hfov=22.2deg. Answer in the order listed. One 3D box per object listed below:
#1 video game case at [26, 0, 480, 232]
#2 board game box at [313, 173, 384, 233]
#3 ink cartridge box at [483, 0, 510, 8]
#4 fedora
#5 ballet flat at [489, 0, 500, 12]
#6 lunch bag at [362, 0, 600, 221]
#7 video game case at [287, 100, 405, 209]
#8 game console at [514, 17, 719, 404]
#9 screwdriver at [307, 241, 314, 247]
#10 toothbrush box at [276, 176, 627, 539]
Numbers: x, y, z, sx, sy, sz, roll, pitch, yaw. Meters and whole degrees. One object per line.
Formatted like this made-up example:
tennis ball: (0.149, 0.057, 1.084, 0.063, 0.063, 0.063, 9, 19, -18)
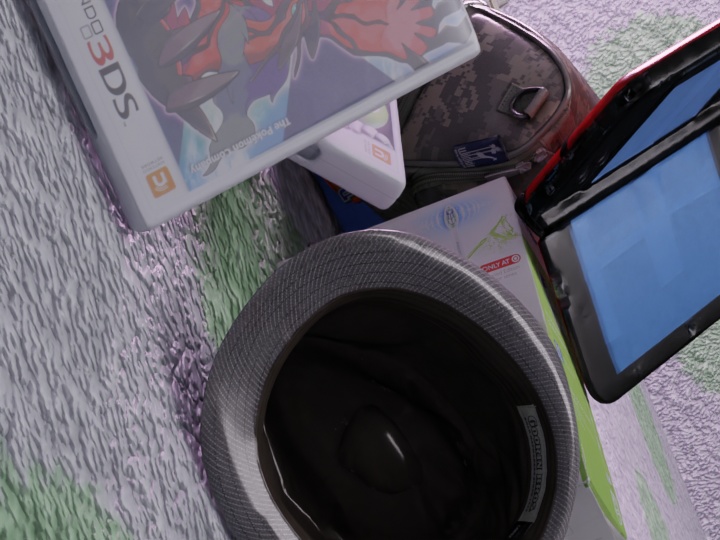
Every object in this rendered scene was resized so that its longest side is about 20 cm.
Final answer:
video game case: (-0.056, -0.143, 0.843, 0.023, 0.199, 0.183, 4, -60, 61)
board game box: (-0.015, -0.127, 1.304, 0.200, 0.045, 0.153, -87, 153, -60)
ink cartridge box: (0.016, -0.255, 1.378, 0.145, 0.084, 0.200, 64, -13, -22)
fedora: (0.008, 0.079, 0.878, 0.200, 0.177, 0.090, 35, -14, -16)
ballet flat: (0.046, -0.186, 1.221, 0.200, 0.074, 0.075, 42, 27, -36)
lunch bag: (0.093, -0.071, 1.135, 0.200, 0.167, 0.140, 40, 75, -49)
video game case: (-0.060, -0.133, 0.949, 0.181, 0.023, 0.201, 28, 30, -22)
game console: (0.193, -0.048, 1.028, 0.119, 0.173, 0.200, 49, 48, 10)
screwdriver: (0.000, 0.000, 1.185, 0.200, 0.029, 0.028, 46, 25, -74)
toothbrush box: (0.047, 0.070, 1.014, 0.086, 0.145, 0.201, 54, 20, -52)
